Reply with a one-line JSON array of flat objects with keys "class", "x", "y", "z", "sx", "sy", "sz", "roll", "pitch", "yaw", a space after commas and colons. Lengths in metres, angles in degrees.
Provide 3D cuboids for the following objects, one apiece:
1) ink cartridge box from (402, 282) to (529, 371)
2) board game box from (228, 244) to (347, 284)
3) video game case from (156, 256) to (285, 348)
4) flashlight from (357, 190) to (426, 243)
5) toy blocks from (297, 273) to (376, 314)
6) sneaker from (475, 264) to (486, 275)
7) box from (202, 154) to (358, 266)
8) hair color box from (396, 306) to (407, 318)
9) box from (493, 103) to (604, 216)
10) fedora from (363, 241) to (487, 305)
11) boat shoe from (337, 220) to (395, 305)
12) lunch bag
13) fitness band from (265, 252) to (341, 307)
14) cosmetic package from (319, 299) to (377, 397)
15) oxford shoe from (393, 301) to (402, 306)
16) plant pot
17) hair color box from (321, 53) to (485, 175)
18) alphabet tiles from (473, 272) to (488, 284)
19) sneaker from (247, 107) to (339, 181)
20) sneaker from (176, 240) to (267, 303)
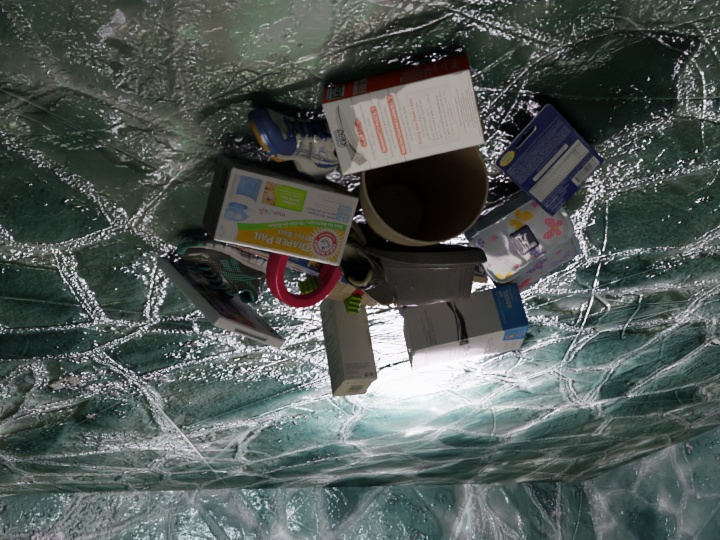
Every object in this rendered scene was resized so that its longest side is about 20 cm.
[{"class": "ink cartridge box", "x": 0.176, "y": 0.100, "z": 1.719, "sx": 0.199, "sy": 0.084, "sz": 0.145, "roll": -13, "pitch": 161, "yaw": -3}, {"class": "board game box", "x": -0.126, "y": -0.028, "z": 1.704, "sx": 0.135, "sy": 0.035, "sz": 0.200, "roll": 14, "pitch": 175, "yaw": 42}, {"class": "video game case", "x": -0.247, "y": 0.058, "z": 1.771, "sx": 0.023, "sy": 0.200, "sz": 0.182, "roll": -54, "pitch": 143, "yaw": 6}, {"class": "flashlight", "x": 0.037, "y": -0.081, "z": 1.689, "sx": 0.200, "sy": 0.068, "sz": 0.068, "roll": -29, "pitch": 174, "yaw": 32}, {"class": "toy blocks", "x": 0.001, "y": -0.001, "z": 1.835, "sx": 0.200, "sy": 0.100, "sz": 0.137, "roll": 11, "pitch": 138, "yaw": -38}, {"class": "sneaker", "x": 0.294, "y": -0.018, "z": 1.895, "sx": 0.199, "sy": 0.078, "sz": 0.080, "roll": -5, "pitch": 165, "yaw": -8}, {"class": "box", "x": -0.119, "y": -0.088, "z": 1.483, "sx": 0.199, "sy": 0.113, "sz": 0.101, "roll": 11, "pitch": -168, "yaw": -22}, {"class": "hair color box", "x": 0.115, "y": 0.045, "z": 1.867, "sx": 0.099, "sy": 0.061, "sz": 0.200, "roll": -25, "pitch": -178, "yaw": -1}, {"class": "box", "x": 0.281, "y": -0.171, "z": 1.521, "sx": 0.121, "sy": 0.032, "sz": 0.200, "roll": -47, "pitch": 140, "yaw": 10}, {"class": "fedora", "x": 0.101, "y": 0.007, "z": 1.548, "sx": 0.200, "sy": 0.091, "sz": 0.177, "roll": 7, "pitch": -171, "yaw": 43}, {"class": "boat shoe", "x": 0.001, "y": -0.001, "z": 1.618, "sx": 0.072, "sy": 0.066, "sz": 0.201, "roll": -17, "pitch": 132, "yaw": 21}, {"class": "lunch bag", "x": 0.271, "y": -0.056, "z": 1.700, "sx": 0.169, "sy": 0.127, "sz": 0.200, "roll": -31, "pitch": 150, "yaw": 5}, {"class": "fitness band", "x": -0.079, "y": -0.037, "z": 1.616, "sx": 0.143, "sy": 0.201, "sz": 0.037, "roll": 13, "pitch": -170, "yaw": -46}, {"class": "cosmetic package", "x": -0.025, "y": 0.139, "z": 1.981, "sx": 0.071, "sy": 0.201, "sz": 0.105, "roll": -1, "pitch": 156, "yaw": -17}, {"class": "oxford shoe", "x": 0.058, "y": 0.025, "z": 1.715, "sx": 0.199, "sy": 0.075, "sz": 0.070, "roll": 11, "pitch": -175, "yaw": -15}, {"class": "plant pot", "x": 0.073, "y": -0.111, "z": 1.515, "sx": 0.187, "sy": 0.188, "sz": 0.200, "roll": -2, "pitch": 170, "yaw": -12}, {"class": "hair color box", "x": 0.058, "y": -0.209, "z": 1.348, "sx": 0.199, "sy": 0.064, "sz": 0.111, "roll": -12, "pitch": 121, "yaw": 8}, {"class": "alphabet tiles", "x": 0.119, "y": -0.008, "z": 1.721, "sx": 0.199, "sy": 0.015, "sz": 0.196, "roll": 13, "pitch": -175, "yaw": 2}, {"class": "sneaker", "x": -0.080, "y": -0.192, "z": 1.402, "sx": 0.088, "sy": 0.075, "sz": 0.200, "roll": -26, "pitch": 160, "yaw": 20}, {"class": "sneaker", "x": -0.235, "y": 0.005, "z": 1.733, "sx": 0.077, "sy": 0.092, "sz": 0.200, "roll": 1, "pitch": 166, "yaw": 44}]
